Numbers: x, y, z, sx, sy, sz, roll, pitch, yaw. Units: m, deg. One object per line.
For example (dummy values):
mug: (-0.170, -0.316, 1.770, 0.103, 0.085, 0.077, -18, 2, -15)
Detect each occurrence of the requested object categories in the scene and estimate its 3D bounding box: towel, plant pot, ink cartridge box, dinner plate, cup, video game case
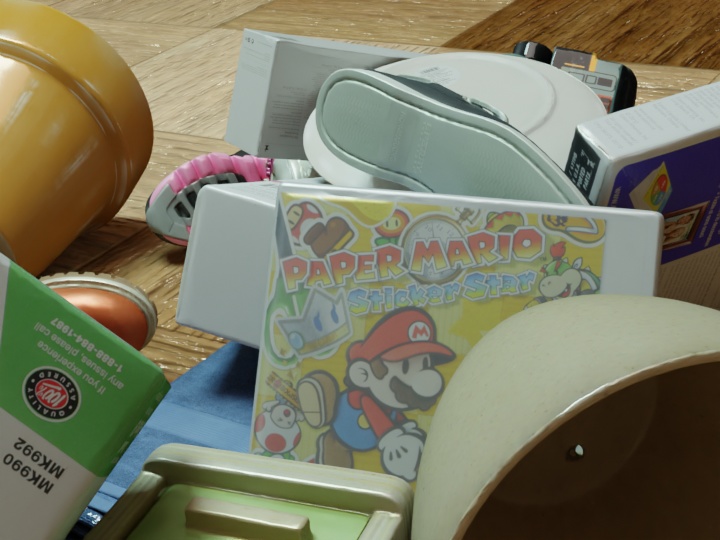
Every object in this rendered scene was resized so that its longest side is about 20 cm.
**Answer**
towel: (-0.086, 0.102, 0.734, 0.111, 0.049, 0.200, 13, 32, 33)
plant pot: (-0.282, -0.073, 1.000, 0.197, 0.202, 0.184, 2, 42, 16)
ink cartridge box: (-0.188, 0.084, 0.509, 0.201, 0.145, 0.084, -56, 4, -10)
ink cartridge box: (0.198, -0.027, 0.773, 0.198, 0.199, 0.044, -15, 51, -20)
ink cartridge box: (0.000, 0.000, 0.793, 0.143, 0.086, 0.200, 16, 12, 18)
dinner plate: (0.060, -0.101, 0.840, 0.197, 0.025, 0.201, -4, 34, 3)
cup: (0.102, 0.089, 0.536, 0.198, 0.203, 0.144, -11, 27, -10)
video game case: (0.044, 0.054, 0.653, 0.197, 0.185, 0.023, 5, -3, 14)

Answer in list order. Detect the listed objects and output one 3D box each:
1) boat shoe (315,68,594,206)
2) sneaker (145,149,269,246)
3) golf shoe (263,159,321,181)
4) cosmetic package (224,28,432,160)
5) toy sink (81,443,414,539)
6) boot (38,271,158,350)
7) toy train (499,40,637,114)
boat shoe: (0.063, -0.060, 0.725, 0.200, 0.076, 0.060, 39, 30, 29)
sneaker: (-0.100, -0.068, 1.082, 0.199, 0.080, 0.095, -25, 9, -35)
golf shoe: (-0.032, -0.059, 0.992, 0.090, 0.076, 0.202, 4, 53, -5)
cosmetic package: (0.000, -0.122, 0.954, 0.198, 0.084, 0.050, 1, 16, -39)
toy sink: (-0.046, 0.150, 0.550, 0.129, 0.113, 0.200, 6, 28, 22)
boot: (-0.224, 0.066, 0.820, 0.197, 0.076, 0.108, -15, 29, 1)
toy train: (0.127, -0.069, 0.920, 0.113, 0.085, 0.202, 11, 68, 12)
